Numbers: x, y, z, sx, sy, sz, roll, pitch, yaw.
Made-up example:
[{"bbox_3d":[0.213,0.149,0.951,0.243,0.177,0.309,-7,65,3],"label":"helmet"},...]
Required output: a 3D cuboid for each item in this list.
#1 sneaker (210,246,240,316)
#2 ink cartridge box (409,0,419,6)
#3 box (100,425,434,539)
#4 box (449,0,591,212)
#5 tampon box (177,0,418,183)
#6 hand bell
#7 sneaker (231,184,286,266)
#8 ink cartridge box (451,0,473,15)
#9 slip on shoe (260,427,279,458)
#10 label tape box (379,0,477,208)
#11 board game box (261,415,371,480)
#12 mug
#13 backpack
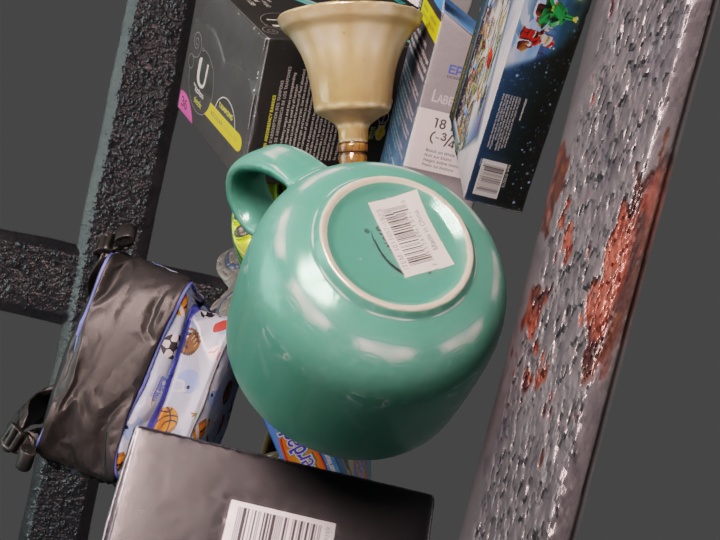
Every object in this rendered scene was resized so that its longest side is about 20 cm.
[{"bbox_3d":[-0.095,0.042,1.134,0.088,0.074,0.201,61,-165,-25],"label":"sneaker"},{"bbox_3d":[0.009,-0.241,1.233,0.200,0.143,0.084,-162,92,-85],"label":"ink cartridge box"},{"bbox_3d":[-0.072,0.206,0.797,0.197,0.198,0.125,115,168,-64],"label":"box"},{"bbox_3d":[0.100,-0.154,0.692,0.137,0.037,0.202,-88,12,-62],"label":"box"},{"bbox_3d":[-0.033,-0.162,1.009,0.150,0.198,0.127,48,132,47],"label":"tampon box"},{"bbox_3d":[-0.004,-0.078,0.832,0.104,0.103,0.202,172,96,-84],"label":"hand bell"},{"bbox_3d":[-0.086,-0.078,1.088,0.084,0.073,0.201,111,173,-53],"label":"sneaker"},{"bbox_3d":[0.106,-0.328,1.027,0.201,0.039,0.100,111,171,-53],"label":"ink cartridge box"},{"bbox_3d":[-0.079,0.208,1.185,0.061,0.075,0.201,62,-150,-28],"label":"slip on shoe"},{"bbox_3d":[0.065,-0.138,0.870,0.144,0.063,0.202,-95,18,-68],"label":"label tape box"},{"bbox_3d":[-0.042,0.116,0.984,0.152,0.045,0.202,-91,-19,-69],"label":"board game box"},{"bbox_3d":[-0.008,0.008,0.670,0.115,0.184,0.153,116,177,-54],"label":"mug"},{"bbox_3d":[-0.175,0.090,0.967,0.191,0.153,0.201,119,176,-79],"label":"backpack"}]
